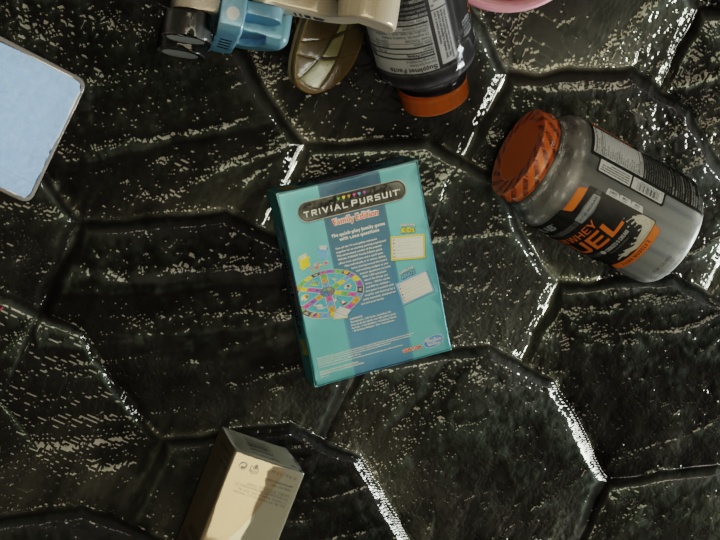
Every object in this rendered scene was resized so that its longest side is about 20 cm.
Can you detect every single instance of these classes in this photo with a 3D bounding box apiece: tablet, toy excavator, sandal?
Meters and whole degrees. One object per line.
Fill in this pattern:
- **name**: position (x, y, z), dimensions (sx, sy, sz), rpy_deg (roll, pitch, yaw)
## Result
- **tablet**: position (-0.370, -0.163, 1.207), dimensions (0.199, 0.014, 0.131), rpy_deg (26, 91, -19)
- **toy excavator**: position (-0.076, -0.243, 1.181), dimensions (0.198, 0.194, 0.101), rpy_deg (8, 87, -12)
- **sandal**: position (-0.035, -0.266, 1.267), dimensions (0.080, 0.054, 0.202), rpy_deg (19, 76, -46)

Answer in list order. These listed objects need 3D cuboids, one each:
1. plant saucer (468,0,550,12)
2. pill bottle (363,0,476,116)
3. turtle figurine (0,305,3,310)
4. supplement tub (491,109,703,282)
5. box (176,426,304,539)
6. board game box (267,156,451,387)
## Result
- **plant saucer**: position (0.141, -0.361, 1.307), dimensions (0.198, 0.051, 0.203), rpy_deg (-3, 100, -15)
- **pill bottle**: position (0.052, -0.248, 1.250), dimensions (0.106, 0.106, 0.201), rpy_deg (-26, 129, -11)
- **turtle figurine**: position (-0.411, 0.012, 1.183), dimensions (0.149, 0.101, 0.202), rpy_deg (-15, 105, 29)
- **supplement tub**: position (0.242, -0.079, 1.344), dimensions (0.199, 0.122, 0.123), rpy_deg (25, 91, -18)
- **box**: position (-0.134, 0.271, 1.306), dimensions (0.077, 0.095, 0.202), rpy_deg (21, 91, -18)
- **board game box**: position (0.000, 0.000, 1.325), dimensions (0.150, 0.047, 0.202), rpy_deg (-14, 102, -14)
